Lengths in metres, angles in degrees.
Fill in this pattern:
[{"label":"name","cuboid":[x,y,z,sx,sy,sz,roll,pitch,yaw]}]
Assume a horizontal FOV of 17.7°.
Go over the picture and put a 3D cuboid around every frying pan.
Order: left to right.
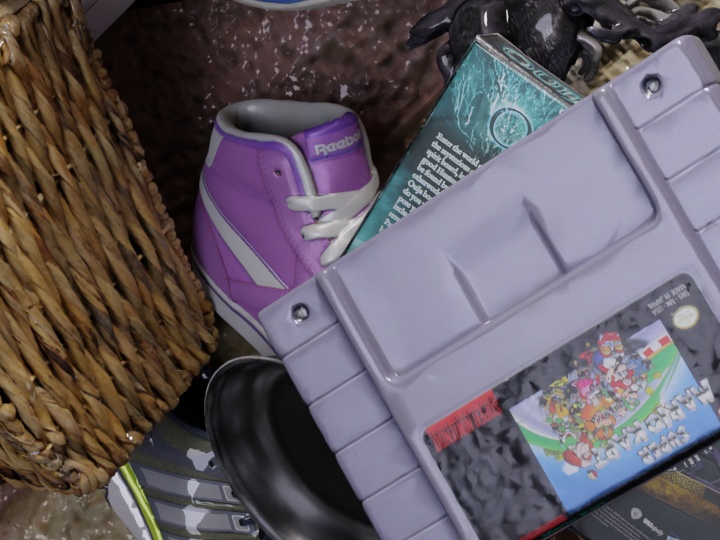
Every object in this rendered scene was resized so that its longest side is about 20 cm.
[{"label":"frying pan","cuboid":[-0.006,0.112,0.961,0.115,0.031,0.191,8,127,43]}]

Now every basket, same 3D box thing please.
[{"label":"basket","cuboid":[-0.177,-0.007,0.973,0.148,0.143,0.201,4,129,34]}]

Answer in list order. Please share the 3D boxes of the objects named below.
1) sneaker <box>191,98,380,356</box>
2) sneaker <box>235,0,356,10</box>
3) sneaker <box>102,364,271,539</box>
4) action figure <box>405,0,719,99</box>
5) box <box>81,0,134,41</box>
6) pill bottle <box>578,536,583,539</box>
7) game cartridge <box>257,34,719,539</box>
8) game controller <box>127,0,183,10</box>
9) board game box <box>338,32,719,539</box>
[{"label":"sneaker","cuboid":[-0.001,0.000,0.964,0.200,0.072,0.115,36,135,30]},{"label":"sneaker","cuboid":[-0.077,-0.152,0.892,0.199,0.111,0.077,16,93,17]},{"label":"sneaker","cuboid":[-0.058,0.111,1.055,0.200,0.074,0.081,52,127,4]},{"label":"action figure","cuboid":[0.091,-0.061,0.924,0.118,0.102,0.201,-20,87,35]},{"label":"box","cuboid":[-0.100,-0.212,0.977,0.200,0.036,0.144,-43,77,10]},{"label":"pill bottle","cuboid":[0.181,0.070,0.908,0.199,0.106,0.107,-29,90,29]},{"label":"game cartridge","cuboid":[0.070,0.021,0.841,0.200,0.038,0.130,-33,78,24]},{"label":"game controller","cuboid":[-0.151,-0.164,1.057,0.199,0.042,0.105,-5,116,28]},{"label":"board game box","cuboid":[0.091,0.022,0.865,0.200,0.028,0.136,38,109,15]}]
